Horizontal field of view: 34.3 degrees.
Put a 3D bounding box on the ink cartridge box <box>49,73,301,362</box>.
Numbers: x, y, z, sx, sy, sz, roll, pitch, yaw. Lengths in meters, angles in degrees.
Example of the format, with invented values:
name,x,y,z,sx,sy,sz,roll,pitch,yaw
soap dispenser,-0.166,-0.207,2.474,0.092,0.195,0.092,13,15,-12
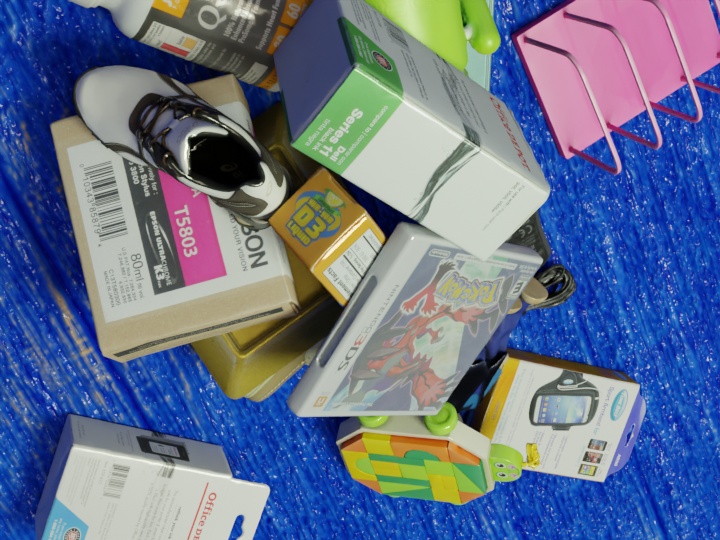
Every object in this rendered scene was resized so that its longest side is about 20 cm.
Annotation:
name,x,y,z,sx,sy,sz,roll,pitch,yaw
ink cartridge box,-0.154,-0.043,0.971,0.162,0.075,0.203,-16,80,-1

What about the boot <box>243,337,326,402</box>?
name,x,y,z,sx,sy,sz,roll,pitch,yaw
boot,-0.011,0.082,1.136,0.200,0.072,0.155,-45,120,1

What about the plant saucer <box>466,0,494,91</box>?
name,x,y,z,sx,sy,sz,roll,pitch,yaw
plant saucer,0.095,-0.233,1.084,0.069,0.019,0.203,-6,112,-17

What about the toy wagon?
name,x,y,z,sx,sy,sz,roll,pitch,yaw
toy wagon,0.077,0.184,1.150,0.197,0.040,0.156,4,143,17

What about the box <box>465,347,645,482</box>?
name,x,y,z,sx,sy,sz,roll,pitch,yaw
box,0.213,0.158,1.259,0.198,0.041,0.121,13,104,-25

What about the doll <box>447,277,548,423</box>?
name,x,y,z,sx,sy,sz,roll,pitch,yaw
doll,0.107,0.093,1.136,0.135,0.048,0.202,-16,140,-42

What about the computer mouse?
name,x,y,z,sx,sy,sz,roll,pitch,yaw
computer mouse,0.133,-0.030,1.158,0.137,0.053,0.202,-25,126,-8

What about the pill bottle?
name,x,y,z,sx,sy,sz,roll,pitch,yaw
pill bottle,-0.134,-0.231,0.950,0.198,0.116,0.118,17,103,-24

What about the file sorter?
name,x,y,z,sx,sy,sz,roll,pitch,yaw
file sorter,0.274,-0.202,1.098,0.199,0.125,0.140,-32,116,-5

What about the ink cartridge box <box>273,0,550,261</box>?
name,x,y,z,sx,sy,sz,roll,pitch,yaw
ink cartridge box,0.038,-0.115,0.910,0.199,0.147,0.083,29,117,-28

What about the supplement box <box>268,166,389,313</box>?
name,x,y,z,sx,sy,sz,roll,pitch,yaw
supplement box,0.000,0.000,0.955,0.069,0.067,0.200,-42,147,-4

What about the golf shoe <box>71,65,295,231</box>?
name,x,y,z,sx,sy,sz,roll,pitch,yaw
golf shoe,-0.140,-0.109,0.898,0.198,0.095,0.078,28,83,6

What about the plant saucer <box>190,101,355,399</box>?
name,x,y,z,sx,sy,sz,roll,pitch,yaw
plant saucer,-0.090,-0.018,1.041,0.199,0.048,0.201,-35,94,-4

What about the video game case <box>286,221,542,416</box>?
name,x,y,z,sx,sy,sz,roll,pitch,yaw
video game case,0.051,0.049,0.983,0.199,0.023,0.183,7,121,-51

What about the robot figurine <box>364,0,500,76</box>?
name,x,y,z,sx,sy,sz,roll,pitch,yaw
robot figurine,0.032,-0.207,1.014,0.173,0.116,0.202,-15,118,-4

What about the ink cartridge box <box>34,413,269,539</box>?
name,x,y,z,sx,sy,sz,roll,pitch,yaw
ink cartridge box,-0.200,0.222,1.121,0.198,0.067,0.117,16,103,-23
